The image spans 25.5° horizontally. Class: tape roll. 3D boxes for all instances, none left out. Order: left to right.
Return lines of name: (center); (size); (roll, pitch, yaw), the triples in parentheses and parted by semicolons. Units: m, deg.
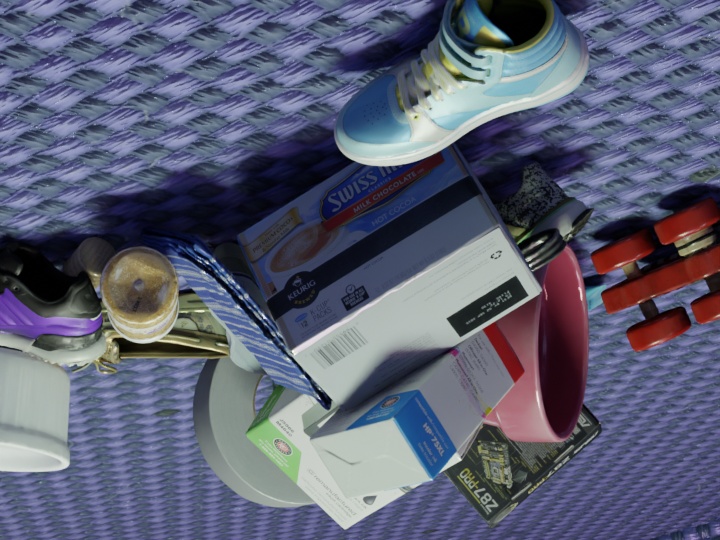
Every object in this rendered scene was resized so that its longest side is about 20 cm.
tape roll: (-0.073, 0.146, 1.673); (0.198, 0.202, 0.066); (-1, 170, -23)

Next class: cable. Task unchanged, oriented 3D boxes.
cable: (0.084, 0.012, 1.400); (0.199, 0.051, 0.097); (-31, -173, 36)

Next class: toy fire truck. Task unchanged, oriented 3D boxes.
toy fire truck: (0.344, -0.009, 1.628); (0.199, 0.113, 0.167); (-27, 178, 41)

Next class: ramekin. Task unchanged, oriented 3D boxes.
ramekin: (-0.388, 0.139, 1.613); (0.198, 0.099, 0.201); (4, 164, 1)

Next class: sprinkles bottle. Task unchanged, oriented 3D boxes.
sprinkles bottle: (-0.196, 0.024, 1.425); (0.068, 0.069, 0.200); (-7, 174, -7)

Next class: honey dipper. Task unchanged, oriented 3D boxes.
honey dipper: (-0.279, 0.021, 1.496); (0.038, 0.038, 0.200); (2, 159, -29)

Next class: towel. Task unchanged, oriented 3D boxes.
towel: (-0.110, 0.041, 1.395); (0.024, 0.200, 0.145); (-45, -159, -14)

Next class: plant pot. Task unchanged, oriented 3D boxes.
plant pot: (0.122, 0.070, 1.613); (0.177, 0.202, 0.200); (0, 165, 23)

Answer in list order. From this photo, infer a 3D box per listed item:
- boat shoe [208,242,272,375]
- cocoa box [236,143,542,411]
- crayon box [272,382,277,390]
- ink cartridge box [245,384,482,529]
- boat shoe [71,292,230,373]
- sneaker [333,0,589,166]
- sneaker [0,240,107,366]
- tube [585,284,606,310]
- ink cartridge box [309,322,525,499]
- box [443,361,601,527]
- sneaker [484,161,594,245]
boat shoe: (-0.101, 0.041, 1.552); (0.071, 0.063, 0.200); (-3, 152, 8)
cocoa box: (0.024, -0.005, 1.324); (0.199, 0.132, 0.133); (-31, 147, 5)
crayon box: (-0.014, 0.122, 1.852); (0.171, 0.059, 0.200); (-6, 159, -6)
ink cartridge box: (0.006, 0.145, 1.553); (0.145, 0.084, 0.200); (44, 134, -8)
boat shoe: (-0.227, 0.067, 1.596); (0.198, 0.063, 0.073); (-9, 161, -1)
sneaker: (0.059, -0.148, 1.136); (0.199, 0.080, 0.131); (-24, 160, 10)
sneaker: (-0.321, 0.017, 1.424); (0.198, 0.070, 0.100); (8, 122, 11)
tube: (0.178, 0.054, 1.782); (0.198, 0.051, 0.077); (-16, 169, 3)
ink cartridge box: (0.061, 0.106, 1.387); (0.116, 0.068, 0.200); (-21, -163, 48)
box: (0.135, 0.146, 1.705); (0.161, 0.200, 0.049); (-40, 161, -4)
sneaker: (0.122, -0.033, 1.467); (0.200, 0.089, 0.077); (-37, 173, 35)
